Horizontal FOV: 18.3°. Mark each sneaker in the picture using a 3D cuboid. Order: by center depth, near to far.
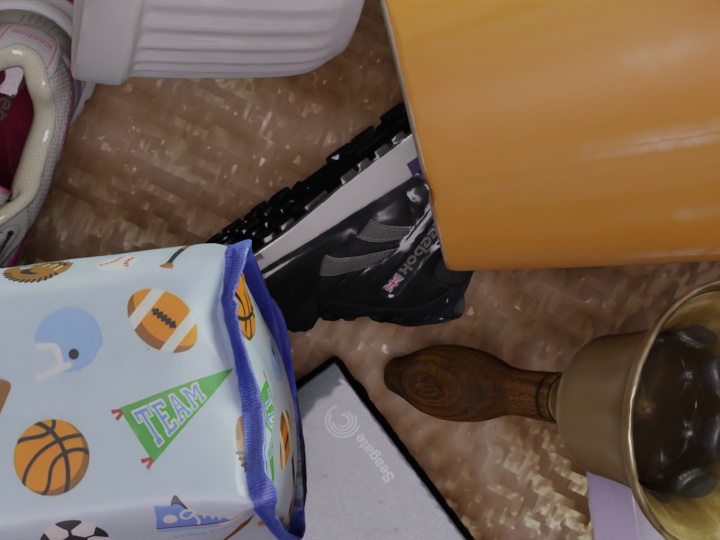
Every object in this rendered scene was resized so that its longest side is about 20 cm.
[{"bbox_3d":[-0.175,-0.025,0.928,0.081,0.088,0.201,21,97,-4],"label":"sneaker"},{"bbox_3d":[0.000,0.000,0.946,0.200,0.076,0.088,-35,103,3],"label":"sneaker"}]

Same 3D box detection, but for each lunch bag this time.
[{"bbox_3d":[-0.109,0.063,0.864,0.169,0.200,0.124,-5,74,3],"label":"lunch bag"}]

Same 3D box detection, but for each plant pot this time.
[{"bbox_3d":[0.106,-0.082,0.842,0.183,0.200,0.201,-14,98,1],"label":"plant pot"}]

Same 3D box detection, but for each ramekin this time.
[{"bbox_3d":[-0.050,-0.168,0.860,0.105,0.200,0.201,5,98,-10],"label":"ramekin"}]

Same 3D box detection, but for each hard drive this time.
[{"bbox_3d":[-0.049,0.151,0.985,0.200,0.033,0.140,-36,97,3],"label":"hard drive"}]

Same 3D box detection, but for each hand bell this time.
[{"bbox_3d":[0.075,0.050,0.903,0.104,0.200,0.105,-3,95,-38],"label":"hand bell"}]

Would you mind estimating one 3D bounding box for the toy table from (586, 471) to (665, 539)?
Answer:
[{"bbox_3d":[0.175,0.148,0.931,0.117,0.184,0.201,-15,104,17],"label":"toy table"}]
